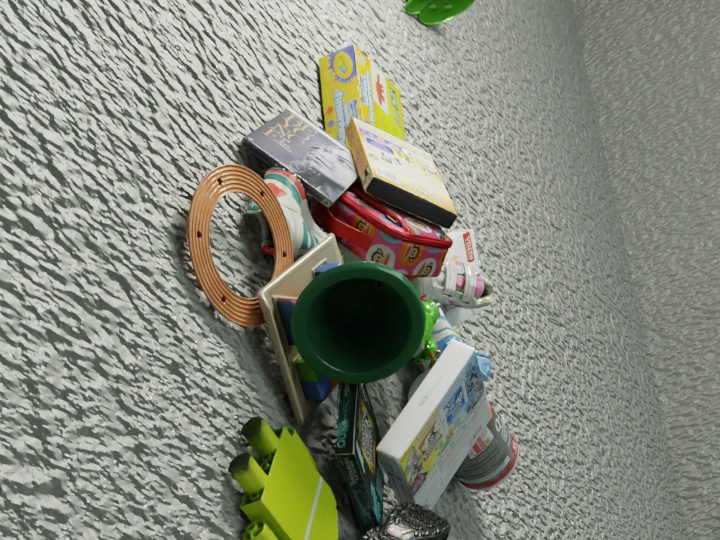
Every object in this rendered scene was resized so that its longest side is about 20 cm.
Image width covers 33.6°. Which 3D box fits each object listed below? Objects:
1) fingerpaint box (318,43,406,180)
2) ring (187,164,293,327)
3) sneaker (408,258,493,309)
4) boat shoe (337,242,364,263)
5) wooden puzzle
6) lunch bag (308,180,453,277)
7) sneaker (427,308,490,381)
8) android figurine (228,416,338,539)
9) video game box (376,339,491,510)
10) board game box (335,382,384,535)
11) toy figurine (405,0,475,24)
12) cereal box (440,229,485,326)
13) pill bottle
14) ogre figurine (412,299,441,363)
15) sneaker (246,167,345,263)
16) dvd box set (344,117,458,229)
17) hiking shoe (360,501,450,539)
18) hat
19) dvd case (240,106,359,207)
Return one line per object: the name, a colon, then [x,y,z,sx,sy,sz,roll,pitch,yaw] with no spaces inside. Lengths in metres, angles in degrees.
fingerpaint box: [0.007,-0.235,1.940,0.167,0.073,0.202,35,43,-55]
ring: [-0.148,-0.030,1.464,0.200,0.019,0.203,21,64,-52]
sneaker: [0.144,0.016,1.864,0.199,0.088,0.082,12,82,-54]
boat shoe: [0.000,0.000,1.794,0.062,0.073,0.199,34,3,41]
wooden puzzle: [-0.048,0.073,1.542,0.200,0.046,0.187,-45,125,-52]
lunch bag: [0.015,-0.063,1.699,0.175,0.083,0.200,6,24,-48]
sneaker: [0.152,0.121,1.866,0.201,0.104,0.076,71,31,-57]
android figurine: [-0.084,0.271,1.398,0.201,0.041,0.183,58,26,-29]
video game box: [0.107,0.227,1.679,0.200,0.047,0.183,-52,149,-25]
board game box: [0.001,0.237,1.556,0.201,0.028,0.136,75,14,-47]
toy figurine: [0.131,-0.634,2.500,0.199,0.150,0.185,-12,69,-43]
cereal box: [0.130,0.024,1.955,0.199,0.039,0.146,-24,109,-48]
pill bottle: [0.160,0.246,1.873,0.200,0.115,0.117,53,29,-37]
ogre figurine: [0.050,0.096,1.731,0.200,0.119,0.099,-13,85,-66]
sneaker: [-0.092,-0.034,1.599,0.094,0.070,0.201,-54,130,-37]
dvd box set: [0.057,-0.144,1.746,0.145,0.030,0.201,22,25,-23]
hiking shoe: [0.046,0.375,1.568,0.199,0.075,0.102,-10,125,-55]
hat: [-0.008,0.034,1.530,0.177,0.164,0.201,-105,169,-59]
dvd case: [-0.072,-0.163,1.676,0.148,0.016,0.200,36,24,2]
